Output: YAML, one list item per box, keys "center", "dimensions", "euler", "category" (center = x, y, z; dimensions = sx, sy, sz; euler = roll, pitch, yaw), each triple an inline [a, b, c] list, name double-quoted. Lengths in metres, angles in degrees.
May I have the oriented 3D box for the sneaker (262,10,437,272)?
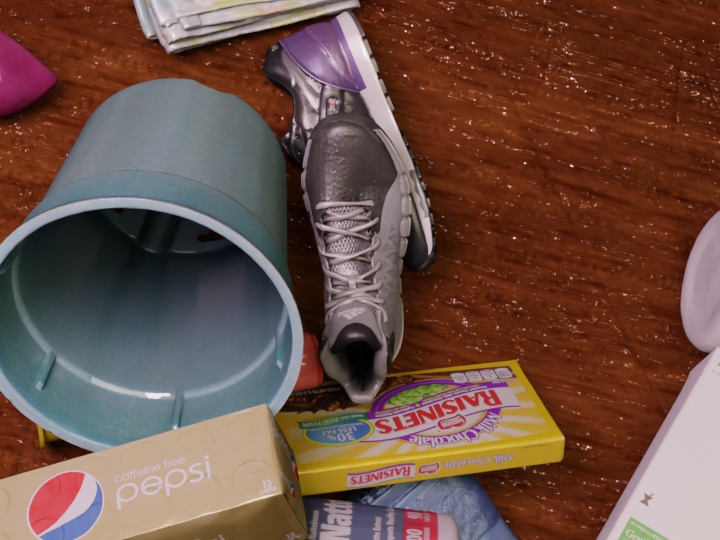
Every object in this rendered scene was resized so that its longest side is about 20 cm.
- center: [-0.010, -0.083, 1.194]
  dimensions: [0.088, 0.076, 0.200]
  euler: [-22, 82, -3]
  category: "sneaker"

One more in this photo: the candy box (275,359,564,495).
- center: [0.034, 0.109, 1.149]
  dimensions: [0.200, 0.102, 0.026]
  euler: [-6, 125, -15]
  category: "candy box"

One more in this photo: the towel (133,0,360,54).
- center: [-0.101, -0.271, 1.210]
  dimensions: [0.171, 0.048, 0.200]
  euler: [-15, 84, -20]
  category: "towel"

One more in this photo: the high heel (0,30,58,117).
- center: [-0.289, -0.201, 1.135]
  dimensions: [0.096, 0.067, 0.200]
  euler: [-21, 100, -7]
  category: "high heel"

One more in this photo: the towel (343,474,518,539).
- center: [0.072, 0.226, 1.159]
  dimensions: [0.112, 0.049, 0.200]
  euler: [-36, 89, -18]
  category: "towel"

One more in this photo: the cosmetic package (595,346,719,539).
- center: [0.250, 0.171, 1.187]
  dimensions: [0.108, 0.085, 0.200]
  euler: [30, 75, 7]
  category: "cosmetic package"

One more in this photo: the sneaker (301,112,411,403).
- center: [0.000, 0.000, 1.105]
  dimensions: [0.075, 0.116, 0.200]
  euler: [-5, 114, 5]
  category: "sneaker"

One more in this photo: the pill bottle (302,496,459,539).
- center: [-0.041, 0.207, 1.061]
  dimensions: [0.200, 0.120, 0.120]
  euler: [7, 78, -1]
  category: "pill bottle"

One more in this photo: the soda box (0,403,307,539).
- center: [-0.138, 0.150, 0.999]
  dimensions: [0.200, 0.064, 0.068]
  euler: [-16, 53, 5]
  category: "soda box"

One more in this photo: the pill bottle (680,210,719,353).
- center: [0.356, 0.026, 1.234]
  dimensions: [0.200, 0.116, 0.116]
  euler: [13, 77, -12]
  category: "pill bottle"

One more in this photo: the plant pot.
- center: [-0.128, -0.015, 1.055]
  dimensions: [0.200, 0.200, 0.196]
  euler: [20, 34, -10]
  category: "plant pot"

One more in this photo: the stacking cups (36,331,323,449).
- center: [-0.125, 0.080, 1.120]
  dimensions: [0.200, 0.061, 0.061]
  euler: [-7, 81, -11]
  category: "stacking cups"
